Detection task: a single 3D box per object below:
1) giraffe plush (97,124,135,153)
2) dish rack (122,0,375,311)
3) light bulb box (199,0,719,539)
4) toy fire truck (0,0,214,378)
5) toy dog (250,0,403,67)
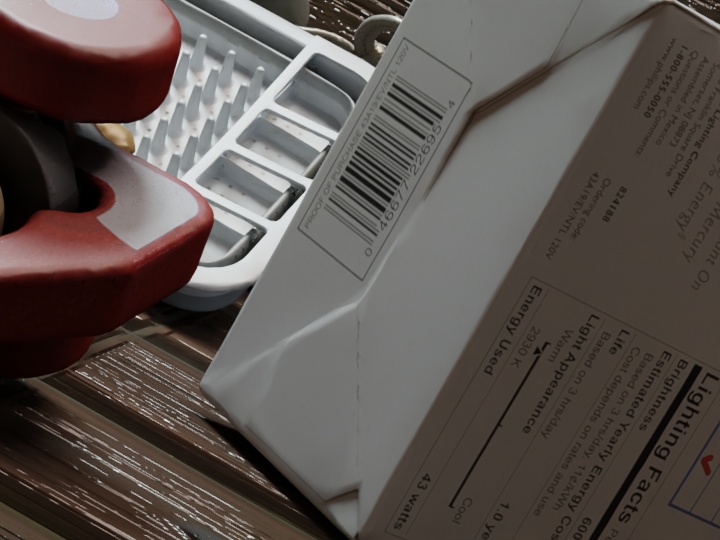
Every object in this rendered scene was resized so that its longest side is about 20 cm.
[{"bbox_3d":[-0.155,-0.083,1.003,0.162,0.173,0.200,49,-10,-14],"label":"giraffe plush"},{"bbox_3d":[-0.100,-0.064,1.215,0.199,0.044,0.172,30,44,10],"label":"dish rack"},{"bbox_3d":[0.090,0.014,0.991,0.199,0.199,0.125,25,9,-36],"label":"light bulb box"},{"bbox_3d":[-0.151,-0.034,0.823,0.199,0.113,0.168,30,30,17],"label":"toy fire truck"},{"bbox_3d":[-0.061,-0.119,1.316,0.096,0.132,0.201,-26,86,-38],"label":"toy dog"}]
